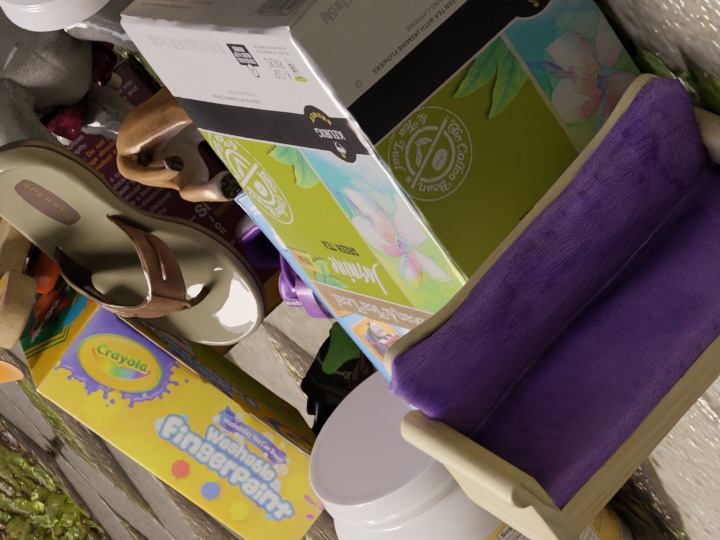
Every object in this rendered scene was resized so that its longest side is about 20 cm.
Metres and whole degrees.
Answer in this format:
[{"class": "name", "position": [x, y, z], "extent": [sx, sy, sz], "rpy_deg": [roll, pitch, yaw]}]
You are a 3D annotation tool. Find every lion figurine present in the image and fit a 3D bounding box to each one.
[{"class": "lion figurine", "position": [-0.083, -0.091, 1.490], "extent": [0.122, 0.200, 0.073], "rpy_deg": [-4, 110, 40]}]

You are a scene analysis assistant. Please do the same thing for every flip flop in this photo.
[{"class": "flip flop", "position": [-0.144, -0.007, 1.628], "extent": [0.200, 0.081, 0.058], "rpy_deg": [36, -148, -28]}]

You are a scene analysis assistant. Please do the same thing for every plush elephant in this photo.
[{"class": "plush elephant", "position": [-0.195, -0.120, 1.738], "extent": [0.200, 0.165, 0.155], "rpy_deg": [28, 176, 25]}]

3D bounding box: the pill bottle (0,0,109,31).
[{"class": "pill bottle", "position": [-0.209, -0.235, 1.561], "extent": [0.112, 0.112, 0.200], "rpy_deg": [34, 160, 39]}]

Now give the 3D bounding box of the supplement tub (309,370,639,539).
[{"class": "supplement tub", "position": [0.074, 0.160, 1.691], "extent": [0.200, 0.145, 0.145], "rpy_deg": [49, 166, -30]}]

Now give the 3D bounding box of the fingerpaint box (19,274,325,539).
[{"class": "fingerpaint box", "position": [-0.122, 0.086, 1.761], "extent": [0.200, 0.073, 0.167], "rpy_deg": [37, -177, -18]}]

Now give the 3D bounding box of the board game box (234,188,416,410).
[{"class": "board game box", "position": [0.041, 0.003, 1.519], "extent": [0.200, 0.037, 0.151], "rpy_deg": [50, 140, -11]}]

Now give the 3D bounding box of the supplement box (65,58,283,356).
[{"class": "supplement box", "position": [-0.146, -0.035, 1.909], "extent": [0.200, 0.103, 0.131], "rpy_deg": [49, 166, -7]}]

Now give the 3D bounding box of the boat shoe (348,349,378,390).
[{"class": "boat shoe", "position": [0.030, 0.075, 1.789], "extent": [0.072, 0.072, 0.200], "rpy_deg": [51, 167, 30]}]

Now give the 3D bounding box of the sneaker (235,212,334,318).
[{"class": "sneaker", "position": [0.000, 0.000, 1.631], "extent": [0.200, 0.088, 0.081], "rpy_deg": [34, 159, 36]}]

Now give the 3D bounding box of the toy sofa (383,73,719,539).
[{"class": "toy sofa", "position": [0.111, 0.018, 1.163], "extent": [0.083, 0.200, 0.098], "rpy_deg": [30, 163, 48]}]

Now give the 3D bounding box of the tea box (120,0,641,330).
[{"class": "tea box", "position": [0.022, -0.082, 1.275], "extent": [0.197, 0.134, 0.200], "rpy_deg": [52, 164, -21]}]

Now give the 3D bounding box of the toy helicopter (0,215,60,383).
[{"class": "toy helicopter", "position": [-0.233, 0.025, 1.696], "extent": [0.079, 0.133, 0.200], "rpy_deg": [23, 179, -14]}]

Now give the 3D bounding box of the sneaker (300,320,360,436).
[{"class": "sneaker", "position": [-0.002, 0.110, 1.911], "extent": [0.077, 0.084, 0.200], "rpy_deg": [31, 158, 34]}]
